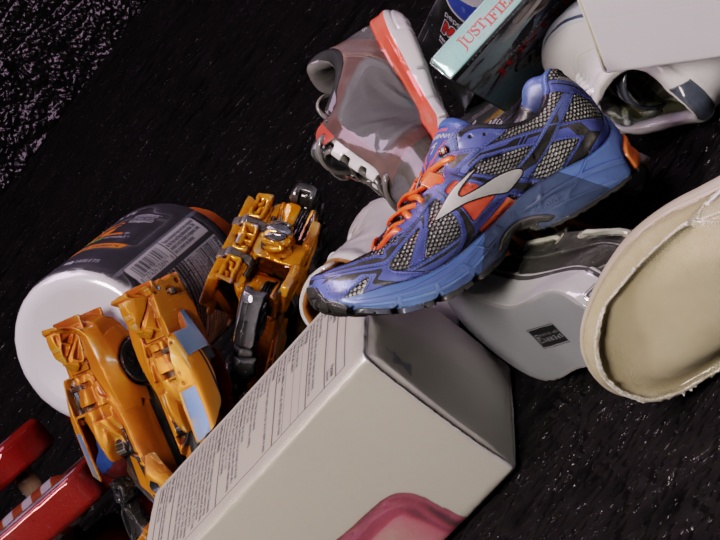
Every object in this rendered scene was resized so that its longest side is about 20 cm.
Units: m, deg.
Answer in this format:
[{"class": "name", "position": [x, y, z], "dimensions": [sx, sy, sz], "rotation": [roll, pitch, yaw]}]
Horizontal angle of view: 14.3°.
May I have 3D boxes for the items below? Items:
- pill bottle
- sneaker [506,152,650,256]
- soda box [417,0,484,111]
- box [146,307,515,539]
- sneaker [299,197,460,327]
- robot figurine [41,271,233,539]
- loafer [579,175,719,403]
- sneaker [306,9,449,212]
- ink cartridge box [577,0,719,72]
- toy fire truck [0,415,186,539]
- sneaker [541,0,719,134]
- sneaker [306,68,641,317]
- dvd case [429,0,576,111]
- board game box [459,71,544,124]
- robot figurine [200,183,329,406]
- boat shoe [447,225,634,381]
[{"class": "pill bottle", "position": [-0.143, 0.020, 1.903], "dimensions": [0.106, 0.106, 0.200], "rotation": [-46, 0, 25]}, {"class": "sneaker", "position": [0.102, -0.031, 1.658], "dimensions": [0.200, 0.078, 0.077], "rotation": [-29, 42, 63]}, {"class": "soda box", "position": [0.102, -0.188, 1.867], "dimensions": [0.071, 0.063, 0.200], "rotation": [-27, -18, -26]}, {"class": "box", "position": [-0.018, 0.117, 1.590], "dimensions": [0.200, 0.109, 0.128], "rotation": [-47, 15, 20]}, {"class": "sneaker", "position": [0.000, 0.000, 1.713], "dimensions": [0.200, 0.084, 0.073], "rotation": [-131, 37, -75]}, {"class": "robot figurine", "position": [-0.118, 0.111, 1.761], "dimensions": [0.145, 0.201, 0.058], "rotation": [-24, -3, 41]}, {"class": "loafer", "position": [0.177, -0.005, 1.342], "dimensions": [0.200, 0.076, 0.068], "rotation": [-45, 11, 25]}, {"class": "sneaker", "position": [0.017, -0.063, 1.640], "dimensions": [0.082, 0.077, 0.200], "rotation": [-22, 43, 3]}, {"class": "ink cartridge box", "position": [0.206, -0.206, 1.587], "dimensions": [0.144, 0.084, 0.200], "rotation": [-7, 37, 24]}, {"class": "toy fire truck", "position": [-0.182, 0.142, 1.932], "dimensions": [0.200, 0.112, 0.168], "rotation": [-39, 4, 5]}, {"class": "sneaker", "position": [0.152, -0.116, 1.667], "dimensions": [0.071, 0.073, 0.200], "rotation": [-51, 17, -17]}, {"class": "sneaker", "position": [0.050, -0.038, 1.520], "dimensions": [0.200, 0.079, 0.075], "rotation": [-33, 8, -21]}, {"class": "dvd case", "position": [0.114, -0.163, 1.740], "dimensions": [0.146, 0.022, 0.200], "rotation": [-47, -12, 6]}, {"class": "board game box", "position": [0.095, -0.074, 1.846], "dimensions": [0.200, 0.028, 0.136], "rotation": [-32, 25, 52]}, {"class": "robot figurine", "position": [-0.065, 0.035, 1.841], "dimensions": [0.200, 0.058, 0.145], "rotation": [95, -165, -50]}, {"class": "boat shoe", "position": [0.111, 0.014, 1.531], "dimensions": [0.064, 0.071, 0.200], "rotation": [-47, 15, -17]}]
